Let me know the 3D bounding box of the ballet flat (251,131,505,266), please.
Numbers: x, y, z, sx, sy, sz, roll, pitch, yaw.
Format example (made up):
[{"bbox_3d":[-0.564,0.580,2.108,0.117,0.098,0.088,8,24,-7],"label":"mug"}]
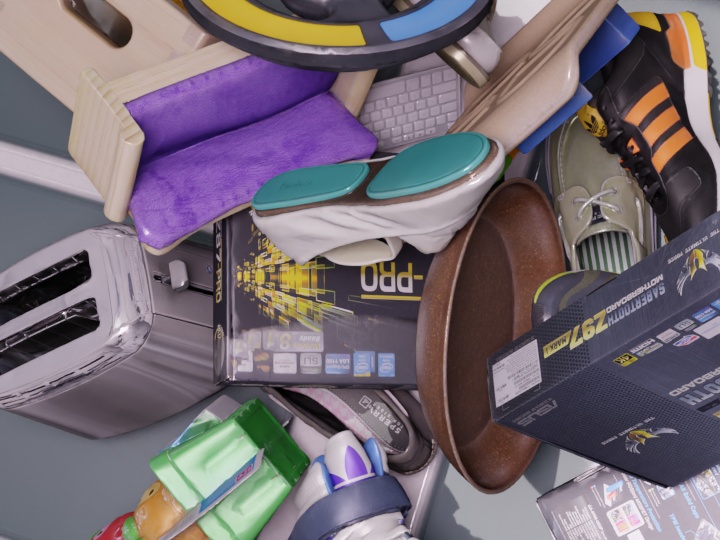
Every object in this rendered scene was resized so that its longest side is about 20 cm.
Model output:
[{"bbox_3d":[0.019,-0.037,1.028,0.200,0.069,0.070,-8,78,44],"label":"ballet flat"}]

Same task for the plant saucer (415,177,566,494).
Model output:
[{"bbox_3d":[0.080,0.040,1.088,0.037,0.200,0.201,6,83,28],"label":"plant saucer"}]

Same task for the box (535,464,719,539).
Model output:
[{"bbox_3d":[0.229,0.202,1.116,0.159,0.046,0.200,-30,75,10],"label":"box"}]

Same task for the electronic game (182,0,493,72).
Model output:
[{"bbox_3d":[-0.014,-0.185,1.079,0.200,0.042,0.200,1,39,0],"label":"electronic game"}]

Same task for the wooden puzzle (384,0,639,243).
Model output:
[{"bbox_3d":[0.107,-0.110,1.094,0.046,0.200,0.185,41,129,-8],"label":"wooden puzzle"}]

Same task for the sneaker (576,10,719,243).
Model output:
[{"bbox_3d":[0.187,-0.084,1.133,0.090,0.070,0.200,2,63,-7],"label":"sneaker"}]

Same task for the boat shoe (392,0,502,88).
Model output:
[{"bbox_3d":[0.057,-0.192,1.166,0.068,0.075,0.200,-41,35,7],"label":"boat shoe"}]

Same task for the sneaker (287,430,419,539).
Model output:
[{"bbox_3d":[0.007,0.178,1.101,0.081,0.200,0.147,-18,94,-16],"label":"sneaker"}]

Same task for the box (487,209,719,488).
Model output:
[{"bbox_3d":[0.198,0.052,1.006,0.200,0.158,0.051,-35,45,39],"label":"box"}]

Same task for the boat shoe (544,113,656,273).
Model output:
[{"bbox_3d":[0.169,-0.029,1.160,0.072,0.062,0.200,-15,78,13],"label":"boat shoe"}]

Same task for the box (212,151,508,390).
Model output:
[{"bbox_3d":[0.000,0.000,1.161,0.200,0.049,0.161,3,81,-18],"label":"box"}]

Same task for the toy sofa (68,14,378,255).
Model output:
[{"bbox_3d":[-0.076,-0.098,1.087,0.200,0.083,0.098,-25,66,-30],"label":"toy sofa"}]

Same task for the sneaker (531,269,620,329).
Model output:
[{"bbox_3d":[0.200,0.031,1.081,0.200,0.081,0.074,3,77,-24],"label":"sneaker"}]

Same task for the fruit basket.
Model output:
[{"bbox_3d":[-0.134,0.169,1.153,0.200,0.185,0.094,-34,90,7],"label":"fruit basket"}]

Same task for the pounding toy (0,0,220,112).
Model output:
[{"bbox_3d":[-0.121,-0.165,1.214,0.200,0.184,0.142,39,105,17],"label":"pounding toy"}]

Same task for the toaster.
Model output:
[{"bbox_3d":[-0.182,0.044,1.194,0.200,0.129,0.114,-23,64,25],"label":"toaster"}]

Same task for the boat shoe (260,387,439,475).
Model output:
[{"bbox_3d":[-0.030,0.073,1.203,0.200,0.057,0.067,34,92,17],"label":"boat shoe"}]

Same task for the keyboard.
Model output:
[{"bbox_3d":[-0.023,-0.098,1.190,0.200,0.056,0.011,-16,45,-15],"label":"keyboard"}]
